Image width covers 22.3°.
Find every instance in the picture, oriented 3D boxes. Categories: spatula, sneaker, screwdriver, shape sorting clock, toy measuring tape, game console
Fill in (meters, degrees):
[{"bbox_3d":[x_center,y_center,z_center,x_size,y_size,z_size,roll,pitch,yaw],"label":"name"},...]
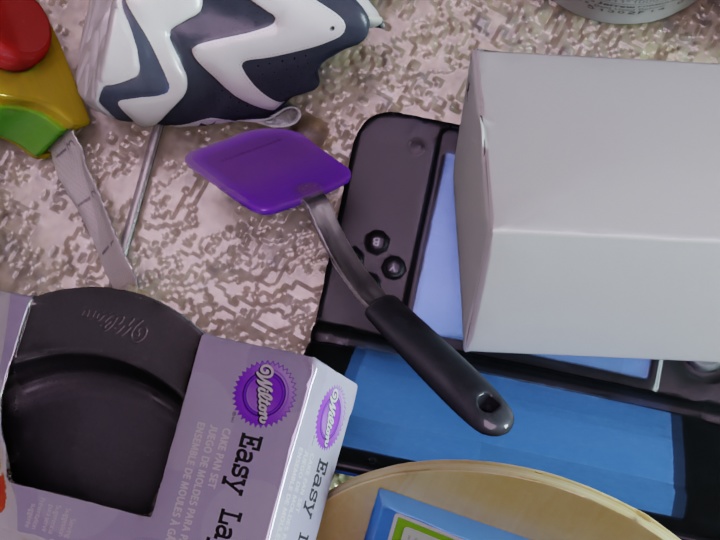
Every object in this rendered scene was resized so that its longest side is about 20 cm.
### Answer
[{"bbox_3d":[0.000,0.000,0.774,0.056,0.021,0.200,-24,58,-30],"label":"spatula"},{"bbox_3d":[-0.041,-0.154,0.814,0.129,0.079,0.200,11,98,-23],"label":"sneaker"},{"bbox_3d":[-0.090,-0.087,0.857,0.028,0.029,0.201,15,82,4],"label":"screwdriver"},{"bbox_3d":[0.062,0.149,0.752,0.199,0.201,0.039,24,44,5],"label":"shape sorting clock"},{"bbox_3d":[-0.161,-0.064,0.831,0.073,0.074,0.201,-23,79,-1],"label":"toy measuring tape"},{"bbox_3d":[0.078,0.020,0.791,0.199,0.118,0.172,12,83,3],"label":"game console"}]

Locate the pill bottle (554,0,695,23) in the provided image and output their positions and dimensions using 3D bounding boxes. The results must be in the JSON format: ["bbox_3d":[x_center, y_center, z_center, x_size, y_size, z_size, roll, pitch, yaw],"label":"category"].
[{"bbox_3d":[0.122,-0.186,0.777,0.114,0.200,0.115,0,82,2],"label":"pill bottle"}]

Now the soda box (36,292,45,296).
[{"bbox_3d":[-0.179,0.107,0.814,0.068,0.064,0.200,41,85,6],"label":"soda box"}]

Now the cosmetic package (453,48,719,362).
[{"bbox_3d":[0.142,-0.026,0.768,0.199,0.085,0.108,3,50,-2],"label":"cosmetic package"}]

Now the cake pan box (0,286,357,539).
[{"bbox_3d":[-0.112,0.109,0.723,0.183,0.052,0.201,12,78,20],"label":"cake pan box"}]
